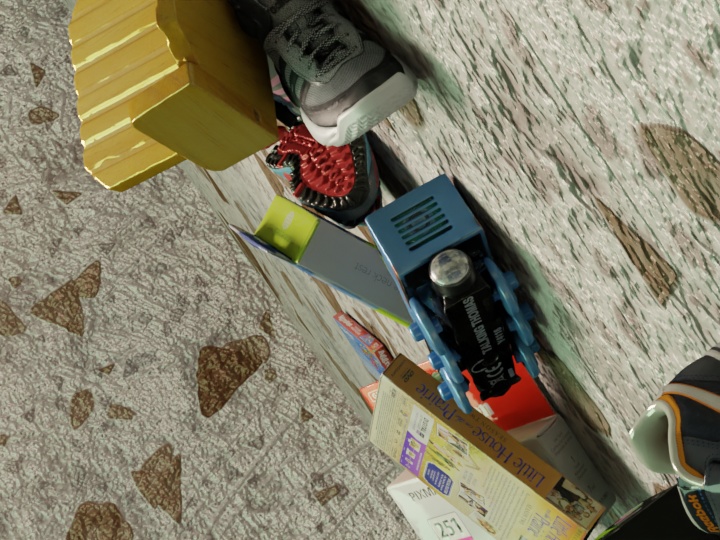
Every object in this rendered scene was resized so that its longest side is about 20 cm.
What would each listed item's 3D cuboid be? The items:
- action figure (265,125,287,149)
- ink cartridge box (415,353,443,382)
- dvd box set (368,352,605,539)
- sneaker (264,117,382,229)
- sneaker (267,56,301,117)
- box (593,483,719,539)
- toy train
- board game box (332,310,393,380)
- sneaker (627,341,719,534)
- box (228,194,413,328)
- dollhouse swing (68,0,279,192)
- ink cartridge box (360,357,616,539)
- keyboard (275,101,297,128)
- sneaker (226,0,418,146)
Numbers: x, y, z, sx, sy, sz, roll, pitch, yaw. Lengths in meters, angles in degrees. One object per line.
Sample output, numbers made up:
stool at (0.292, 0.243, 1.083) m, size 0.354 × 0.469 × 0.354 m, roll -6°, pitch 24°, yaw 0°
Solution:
action figure at (-0.109, -0.136, 1.391) m, size 0.200 × 0.052 × 0.066 m, roll 15°, pitch -128°, yaw -82°
ink cartridge box at (0.104, 0.152, 1.548) m, size 0.145 × 0.087 × 0.200 m, roll 56°, pitch 171°, yaw -3°
dvd box set at (0.096, 0.161, 1.306) m, size 0.200 × 0.029 × 0.146 m, roll 36°, pitch 157°, yaw 14°
sneaker at (-0.009, -0.077, 1.379) m, size 0.095 × 0.079 × 0.200 m, roll 39°, pitch -176°, yaw -22°
sneaker at (-0.079, -0.168, 1.294) m, size 0.070 × 0.082 × 0.200 m, roll 51°, pitch 172°, yaw 24°
box at (0.168, 0.259, 1.136) m, size 0.124 × 0.200 × 0.149 m, roll 54°, pitch 173°, yaw 11°
toy train at (0.071, 0.022, 1.195) m, size 0.114 × 0.087 × 0.200 m, roll 62°, pitch 180°, yaw 31°
board game box at (0.021, 0.122, 2.247) m, size 0.103 × 0.019 × 0.200 m, roll 56°, pitch 173°, yaw -20°
sneaker at (0.194, 0.099, 0.726) m, size 0.079 × 0.079 × 0.200 m, roll 59°, pitch 171°, yaw -24°
box at (0.000, 0.000, 1.337) m, size 0.200 × 0.048 × 0.122 m, roll 29°, pitch -179°, yaw -23°
dollhouse swing at (-0.168, -0.172, 1.148) m, size 0.182 × 0.175 × 0.201 m, roll 27°, pitch -130°, yaw -64°
ink cartridge box at (0.095, 0.158, 1.392) m, size 0.200 × 0.044 × 0.174 m, roll -27°, pitch 100°, yaw 47°
keyboard at (-0.085, -0.187, 1.414) m, size 0.104 × 0.040 × 0.200 m, roll 64°, pitch -173°, yaw 10°
sneaker at (-0.033, -0.153, 1.076) m, size 0.114 × 0.075 × 0.200 m, roll 55°, pitch 176°, yaw -22°
